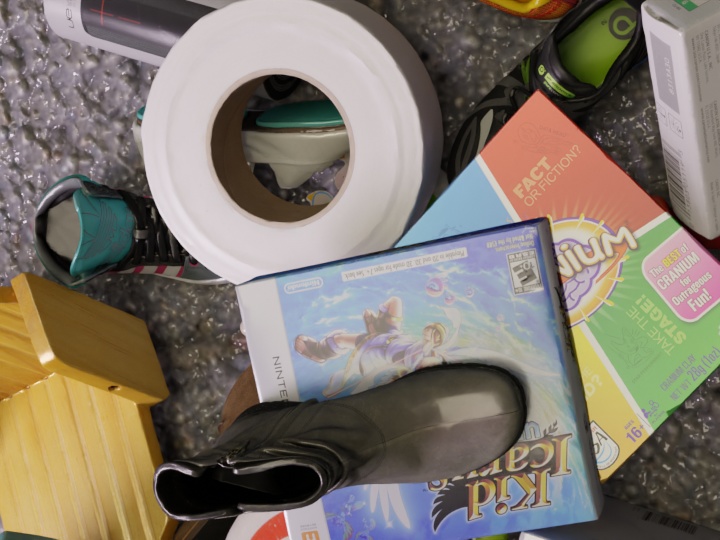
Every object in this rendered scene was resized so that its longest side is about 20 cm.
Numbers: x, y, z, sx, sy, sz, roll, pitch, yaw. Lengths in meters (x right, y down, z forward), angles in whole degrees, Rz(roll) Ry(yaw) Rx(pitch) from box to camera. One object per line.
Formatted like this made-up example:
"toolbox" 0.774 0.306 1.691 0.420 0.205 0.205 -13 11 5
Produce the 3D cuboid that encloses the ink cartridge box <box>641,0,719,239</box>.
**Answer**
"ink cartridge box" 0.269 -0.129 0.827 0.199 0.162 0.050 -29 42 -9

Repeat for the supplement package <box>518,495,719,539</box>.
"supplement package" 0.168 0.270 0.900 0.150 0.150 0.202 15 98 19

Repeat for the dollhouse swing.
"dollhouse swing" -0.261 0.140 1.056 0.199 0.181 0.178 -25 59 27

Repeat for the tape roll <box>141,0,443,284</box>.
"tape roll" -0.045 -0.087 0.947 0.200 0.071 0.205 3 103 13

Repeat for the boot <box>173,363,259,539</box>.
"boot" -0.085 0.142 1.052 0.075 0.073 0.201 44 101 31

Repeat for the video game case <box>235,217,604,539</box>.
"video game case" 0.036 0.077 0.863 0.198 0.045 0.184 -12 94 15

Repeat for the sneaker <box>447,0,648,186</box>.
"sneaker" 0.126 -0.124 0.935 0.200 0.083 0.071 -46 74 17

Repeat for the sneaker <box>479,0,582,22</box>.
"sneaker" 0.062 -0.229 0.959 0.199 0.077 0.074 23 102 28

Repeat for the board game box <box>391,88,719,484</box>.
"board game box" 0.134 0.010 0.882 0.200 0.040 0.153 44 99 6

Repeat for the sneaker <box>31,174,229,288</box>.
"sneaker" -0.165 -0.029 1.039 0.198 0.121 0.085 1 93 22

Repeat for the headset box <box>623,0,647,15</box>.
"headset box" 0.241 -0.194 0.839 0.149 0.199 0.077 -50 38 17

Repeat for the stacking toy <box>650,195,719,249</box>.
"stacking toy" 0.169 -0.008 0.929 0.199 0.085 0.086 -31 81 16

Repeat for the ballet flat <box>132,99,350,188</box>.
"ballet flat" -0.075 -0.092 1.035 0.198 0.069 0.070 2 93 18

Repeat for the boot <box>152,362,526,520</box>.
"boot" -0.008 0.107 0.786 0.198 0.131 0.069 -11 95 15

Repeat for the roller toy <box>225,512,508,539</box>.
"roller toy" -0.003 0.225 0.974 0.181 0.139 0.202 15 98 21

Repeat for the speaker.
"speaker" -0.138 -0.191 1.044 0.198 0.081 0.082 19 99 20

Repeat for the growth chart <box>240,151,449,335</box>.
"growth chart" 0.000 0.000 1.001 0.144 0.018 0.201 36 92 24

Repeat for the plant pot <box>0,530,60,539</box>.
"plant pot" -0.214 0.294 1.013 0.141 0.142 0.200 -42 117 19
